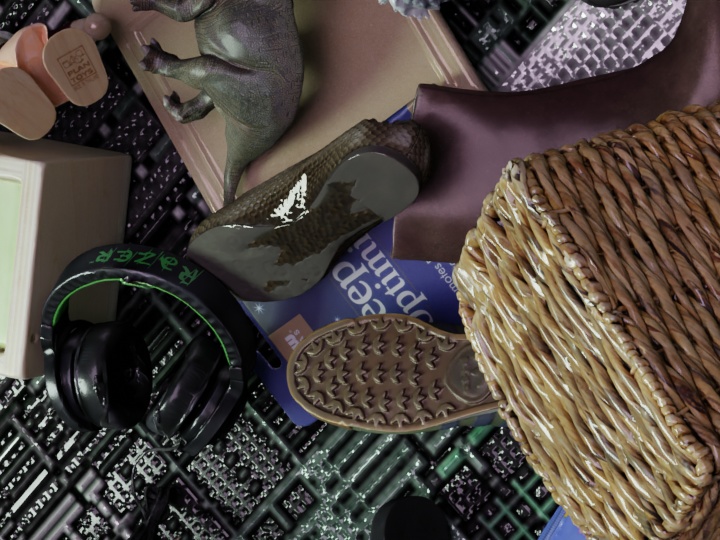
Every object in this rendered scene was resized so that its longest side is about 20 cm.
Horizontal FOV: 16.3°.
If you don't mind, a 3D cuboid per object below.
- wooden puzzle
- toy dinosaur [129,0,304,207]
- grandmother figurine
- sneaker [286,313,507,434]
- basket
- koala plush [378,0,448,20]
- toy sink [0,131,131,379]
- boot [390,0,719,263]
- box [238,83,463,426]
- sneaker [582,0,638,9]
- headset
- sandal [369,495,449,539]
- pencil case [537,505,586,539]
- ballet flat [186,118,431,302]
[{"bbox_3d":[-0.038,-0.124,1.445,0.185,0.037,0.200,-34,85,25],"label":"wooden puzzle"},{"bbox_3d":[-0.068,-0.122,1.397,0.102,0.077,0.201,10,100,29],"label":"toy dinosaur"},{"bbox_3d":[-0.199,-0.116,1.459,0.121,0.200,0.061,-26,104,-17],"label":"grandmother figurine"},{"bbox_3d":[0.067,0.062,1.376,0.200,0.090,0.067,-7,72,23],"label":"sneaker"},{"bbox_3d":[0.157,0.038,1.239,0.200,0.149,0.143,59,151,25],"label":"basket"},{"bbox_3d":[0.045,-0.243,1.314,0.177,0.184,0.200,-18,92,27],"label":"koala plush"},{"bbox_3d":[-0.255,-0.020,1.515,0.200,0.112,0.131,12,100,25],"label":"toy sink"},{"bbox_3d":[0.111,-0.079,1.322,0.166,0.072,0.200,13,106,-1],"label":"boot"},{"bbox_3d":[0.000,0.000,1.422,0.200,0.032,0.121,-36,94,26],"label":"box"},{"bbox_3d":[0.170,-0.221,1.306,0.074,0.079,0.200,45,113,13],"label":"sneaker"},{"bbox_3d":[-0.125,0.077,1.448,0.123,0.094,0.200,11,134,12],"label":"headset"},{"bbox_3d":[0.040,0.228,1.414,0.045,0.075,0.201,-3,91,42],"label":"sandal"},{"bbox_3d":[0.125,0.166,1.364,0.087,0.078,0.200,31,109,-2],"label":"pencil case"},{"bbox_3d":[-0.027,-0.036,1.356,0.067,0.046,0.200,34,143,-19],"label":"ballet flat"}]
